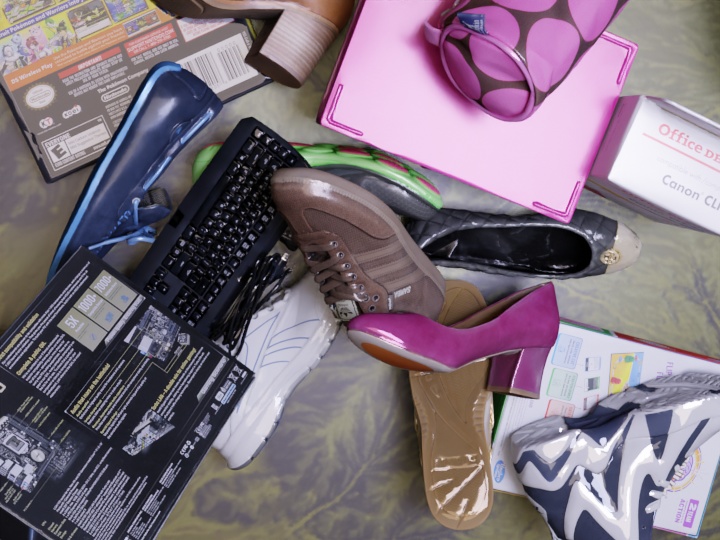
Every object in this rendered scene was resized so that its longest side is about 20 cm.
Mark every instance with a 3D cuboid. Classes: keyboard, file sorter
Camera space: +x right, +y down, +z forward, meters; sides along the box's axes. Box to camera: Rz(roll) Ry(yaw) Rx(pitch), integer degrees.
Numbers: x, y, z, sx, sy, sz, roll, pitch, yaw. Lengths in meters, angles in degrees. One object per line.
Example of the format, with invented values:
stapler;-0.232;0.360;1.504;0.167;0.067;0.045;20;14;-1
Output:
keyboard;-0.104;-0.009;0.869;0.104;0.040;0.201;36;103;-1
file sorter;0.079;-0.141;0.885;0.199;0.125;0.140;21;94;-10

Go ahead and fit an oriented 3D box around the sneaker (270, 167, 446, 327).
sneaker;0.000;0.000;0.850;0.200;0.070;0.076;39;60;-42

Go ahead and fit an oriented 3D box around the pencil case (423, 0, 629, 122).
pencil case;0.135;-0.200;0.784;0.093;0.091;0.200;34;68;22

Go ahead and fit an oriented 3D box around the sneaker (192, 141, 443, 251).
sneaker;-0.034;-0.057;0.913;0.198;0.077;0.085;5;102;3

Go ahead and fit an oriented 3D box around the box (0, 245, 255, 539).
box;-0.194;0.112;0.802;0.163;0.200;0.086;36;136;-7

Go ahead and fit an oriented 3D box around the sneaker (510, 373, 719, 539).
sneaker;0.230;0.168;0.923;0.198;0.079;0.131;-18;100;-4

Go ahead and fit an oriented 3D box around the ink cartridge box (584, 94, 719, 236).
ink cartridge box;0.228;-0.079;0.873;0.116;0.200;0.068;23;93;-9

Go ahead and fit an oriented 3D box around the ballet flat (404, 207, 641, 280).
ballet flat;0.132;-0.015;0.935;0.198;0.057;0.067;2;122;-4

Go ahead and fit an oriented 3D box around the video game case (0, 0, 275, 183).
video game case;-0.192;-0.192;0.896;0.199;0.026;0.182;-25;99;-3

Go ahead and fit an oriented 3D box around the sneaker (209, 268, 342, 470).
sneaker;-0.074;0.060;0.919;0.087;0.075;0.201;34;91;-4

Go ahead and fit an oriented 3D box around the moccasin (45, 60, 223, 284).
moccasin;-0.172;-0.058;0.872;0.068;0.081;0.201;28;109;-18

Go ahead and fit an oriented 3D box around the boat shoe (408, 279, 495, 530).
boat shoe;0.074;0.111;0.944;0.073;0.069;0.202;2;76;0

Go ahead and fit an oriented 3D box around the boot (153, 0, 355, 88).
boot;-0.084;-0.252;0.862;0.199;0.073;0.156;34;77;-32

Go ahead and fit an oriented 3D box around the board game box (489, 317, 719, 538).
board game box;0.210;0.130;0.976;0.198;0.040;0.154;15;95;-9

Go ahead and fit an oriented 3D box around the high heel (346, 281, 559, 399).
high heel;0.075;0.033;0.865;0.199;0.067;0.097;17;79;-32
